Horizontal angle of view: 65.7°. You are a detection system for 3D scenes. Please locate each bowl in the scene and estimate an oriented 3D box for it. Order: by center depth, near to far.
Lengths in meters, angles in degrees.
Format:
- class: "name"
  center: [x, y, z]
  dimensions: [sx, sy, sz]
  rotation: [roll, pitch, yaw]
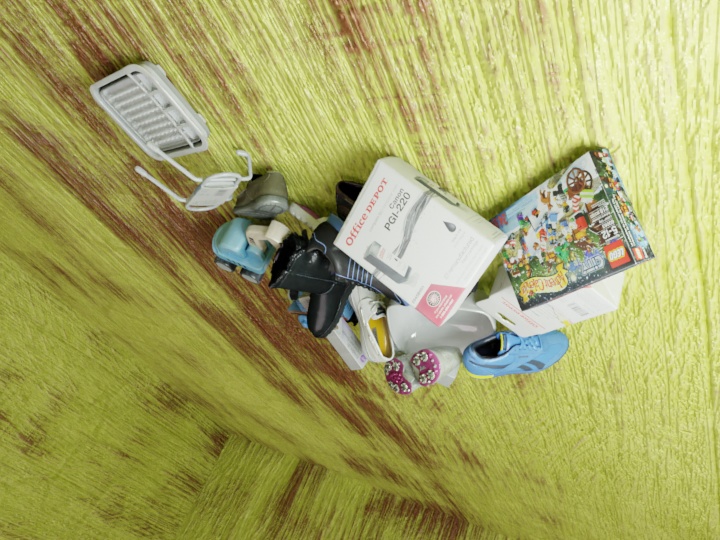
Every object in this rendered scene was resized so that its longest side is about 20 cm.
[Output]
- class: "bowl"
  center: [0.155, 0.091, 1.036]
  dimensions: [0.196, 0.076, 0.201]
  rotation: [4, 145, 16]

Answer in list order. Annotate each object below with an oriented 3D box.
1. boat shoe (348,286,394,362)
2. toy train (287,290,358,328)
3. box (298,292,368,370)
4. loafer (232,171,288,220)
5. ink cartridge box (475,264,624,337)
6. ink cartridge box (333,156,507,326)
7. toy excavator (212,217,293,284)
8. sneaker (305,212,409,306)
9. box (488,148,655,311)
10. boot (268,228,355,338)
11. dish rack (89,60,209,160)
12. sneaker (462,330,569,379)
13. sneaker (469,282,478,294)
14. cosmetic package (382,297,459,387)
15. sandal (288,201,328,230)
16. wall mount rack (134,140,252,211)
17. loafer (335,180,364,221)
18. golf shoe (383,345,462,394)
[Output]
- class: "boat shoe"
  center: [0.024, 0.079, 1.075]
  dimensions: [0.069, 0.070, 0.204]
  rotation: [-9, 92, 58]
- class: "toy train"
  center: [-0.080, 0.072, 1.234]
  dimensions: [0.197, 0.087, 0.115]
  rotation: [4, 135, 39]
- class: "box"
  center: [-0.053, 0.120, 1.158]
  dimensions: [0.041, 0.039, 0.201]
  rotation: [-16, 115, 48]
- class: "loafer"
  center: [-0.175, -0.135, 1.008]
  dimensions: [0.074, 0.071, 0.199]
  rotation: [11, 174, -30]
- class: "ink cartridge box"
  center: [0.283, 0.029, 0.859]
  dimensions: [0.116, 0.068, 0.200]
  rotation: [35, 149, -12]
- class: "ink cartridge box"
  center: [0.081, -0.044, 0.786]
  dimensions: [0.199, 0.084, 0.147]
  rotation: [38, 115, 16]
- class: "toy excavator"
  center: [-0.211, -0.054, 1.085]
  dimensions: [0.191, 0.101, 0.201]
  rotation: [21, 161, 12]
- class: "sneaker"
  center: [0.000, 0.000, 0.908]
  dimensions: [0.200, 0.078, 0.070]
  rotation: [43, 180, 3]
- class: "box"
  center: [0.255, -0.042, 0.710]
  dimensions: [0.037, 0.139, 0.200]
  rotation: [-11, 166, -27]
- class: "boot"
  center: [-0.095, 0.029, 1.023]
  dimensions: [0.161, 0.200, 0.074]
  rotation: [13, -154, -39]
- class: "dish rack"
  center: [-0.351, -0.272, 0.949]
  dimensions: [0.197, 0.044, 0.172]
  rotation: [0, 142, 41]
- class: "sneaker"
  center: [0.272, 0.134, 0.958]
  dimensions: [0.196, 0.067, 0.079]
  rotation: [-10, 145, -6]
- class: "sneaker"
  center: [0.096, -0.005, 0.903]
  dimensions: [0.197, 0.114, 0.073]
  rotation: [11, 172, 27]
- class: "cosmetic package"
  center: [0.116, 0.150, 1.164]
  dimensions: [0.197, 0.103, 0.074]
  rotation: [22, 153, 8]
- class: "sandal"
  center: [-0.040, -0.075, 0.983]
  dimensions: [0.201, 0.050, 0.082]
  rotation: [32, -174, 10]
- class: "wall mount rack"
  center: [-0.287, -0.162, 0.962]
  dimensions: [0.171, 0.076, 0.199]
  rotation: [-5, 171, -32]
- class: "loafer"
  center: [0.043, -0.094, 0.870]
  dimensions: [0.197, 0.072, 0.064]
  rotation: [16, 146, 27]
- class: "golf shoe"
  center: [0.117, 0.186, 1.057]
  dimensions: [0.199, 0.090, 0.077]
  rotation: [-28, 77, 58]
